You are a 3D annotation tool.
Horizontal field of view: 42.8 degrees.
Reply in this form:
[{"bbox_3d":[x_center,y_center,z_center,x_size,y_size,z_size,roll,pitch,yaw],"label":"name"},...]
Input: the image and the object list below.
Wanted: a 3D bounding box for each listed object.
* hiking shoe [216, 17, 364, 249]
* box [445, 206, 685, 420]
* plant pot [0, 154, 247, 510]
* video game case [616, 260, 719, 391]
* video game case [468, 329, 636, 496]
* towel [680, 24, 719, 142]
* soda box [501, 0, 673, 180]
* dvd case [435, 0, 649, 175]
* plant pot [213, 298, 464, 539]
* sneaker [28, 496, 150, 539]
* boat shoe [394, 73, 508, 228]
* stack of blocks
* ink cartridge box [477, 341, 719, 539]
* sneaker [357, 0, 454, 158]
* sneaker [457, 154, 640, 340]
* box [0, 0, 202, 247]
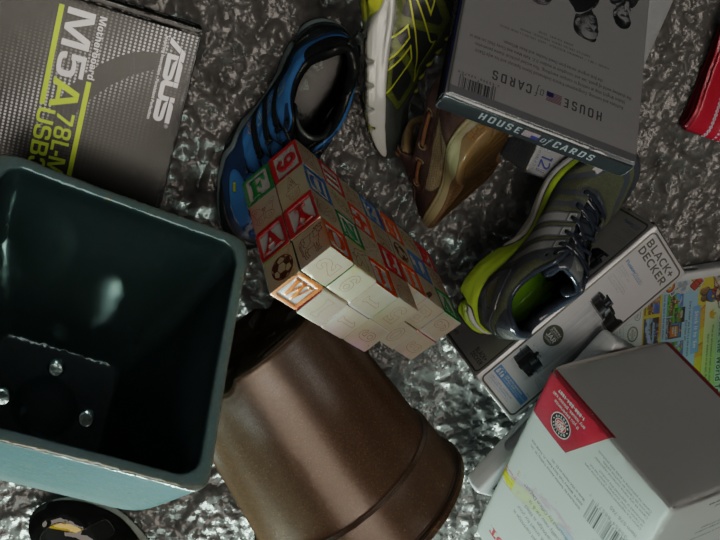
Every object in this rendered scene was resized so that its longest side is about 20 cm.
[{"bbox_3d":[-0.062,-0.106,0.737,0.073,0.087,0.203,20,103,-18],"label":"hiking shoe"},{"bbox_3d":[0.176,0.027,0.827,0.199,0.117,0.060,-41,113,2],"label":"box"},{"bbox_3d":[-0.221,0.073,0.693,0.193,0.199,0.200,20,146,-21],"label":"plant pot"},{"bbox_3d":[0.296,0.098,0.932,0.178,0.023,0.204,-8,110,-11],"label":"video game case"},{"bbox_3d":[0.214,0.150,0.857,0.199,0.024,0.183,24,111,-46],"label":"video game case"},{"bbox_3d":[0.406,-0.176,0.862,0.196,0.023,0.147,13,106,-18],"label":"towel"},{"bbox_3d":[0.196,-0.175,0.789,0.067,0.064,0.203,16,104,-19],"label":"soda box"},{"bbox_3d":[0.140,-0.182,0.670,0.148,0.025,0.204,18,66,-11],"label":"dvd case"},{"bbox_3d":[-0.043,0.136,0.780,0.198,0.200,0.200,-33,106,0],"label":"plant pot"},{"bbox_3d":[-0.218,0.286,0.835,0.070,0.090,0.200,-41,113,3],"label":"sneaker"},{"bbox_3d":[0.066,-0.096,0.738,0.072,0.200,0.072,-40,81,-10],"label":"boat shoe"},{"bbox_3d":[0.000,0.000,0.733,0.058,0.116,0.199,-35,138,18],"label":"stack of blocks"},{"bbox_3d":[0.215,0.191,0.764,0.142,0.146,0.203,-8,132,-32],"label":"ink cartridge box"},{"bbox_3d":[0.041,-0.184,0.728,0.083,0.075,0.203,-2,120,-6],"label":"sneaker"},{"bbox_3d":[0.169,-0.018,0.756,0.074,0.081,0.201,38,90,-27],"label":"sneaker"},{"bbox_3d":[-0.238,-0.118,0.713,0.190,0.048,0.203,15,106,-15],"label":"box"}]
